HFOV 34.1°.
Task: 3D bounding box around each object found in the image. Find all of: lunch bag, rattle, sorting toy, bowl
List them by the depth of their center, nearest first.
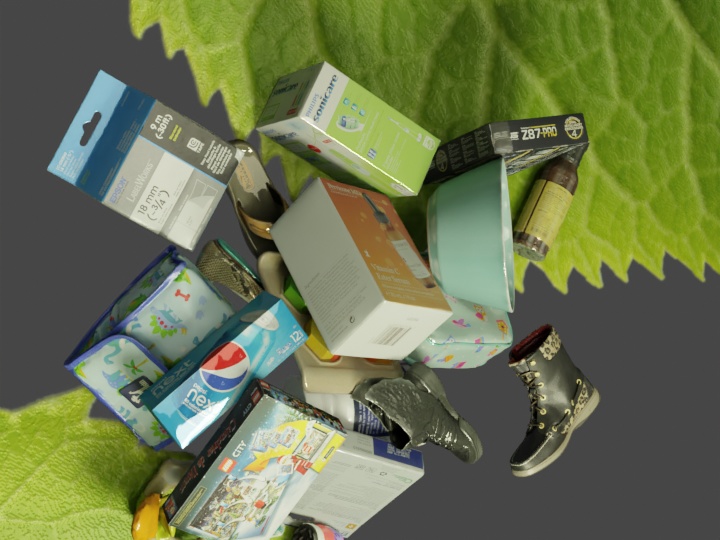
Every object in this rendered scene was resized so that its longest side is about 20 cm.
[{"bbox_3d":[-0.242,0.103,1.459,0.200,0.127,0.170,-43,112,-2],"label":"lunch bag"},{"bbox_3d":[-0.182,0.324,1.459,0.199,0.143,0.131,36,72,-6],"label":"rattle"},{"bbox_3d":[-0.033,0.066,1.527,0.183,0.036,0.202,8,50,-44],"label":"sorting toy"},{"bbox_3d":[0.145,-0.044,1.548,0.103,0.201,0.205,-4,93,11],"label":"bowl"},{"bbox_3d":[0.116,0.051,1.628,0.198,0.077,0.163,3,57,-44],"label":"lunch bag"}]

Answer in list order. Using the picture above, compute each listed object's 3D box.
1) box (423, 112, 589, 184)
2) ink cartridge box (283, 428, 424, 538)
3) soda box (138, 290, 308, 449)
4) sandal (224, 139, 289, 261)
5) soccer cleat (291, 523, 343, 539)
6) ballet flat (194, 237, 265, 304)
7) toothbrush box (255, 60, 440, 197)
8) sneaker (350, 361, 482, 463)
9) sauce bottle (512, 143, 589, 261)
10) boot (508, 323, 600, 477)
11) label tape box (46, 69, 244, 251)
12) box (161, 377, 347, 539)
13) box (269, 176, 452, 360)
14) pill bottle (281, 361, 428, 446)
[{"bbox_3d":[0.196,-0.167,1.637,0.159,0.199,0.050,-11,87,-26],"label":"box"},{"bbox_3d":[-0.049,0.276,1.546,0.194,0.200,0.044,20,46,-27],"label":"ink cartridge box"},{"bbox_3d":[-0.161,0.115,1.390,0.199,0.068,0.065,-41,112,-14],"label":"soda box"},{"bbox_3d":[-0.123,-0.081,1.550,0.081,0.054,0.203,-30,105,-24],"label":"sandal"},{"bbox_3d":[-0.073,0.444,1.582,0.073,0.068,0.204,18,85,-45],"label":"soccer cleat"},{"bbox_3d":[-0.136,0.038,1.548,0.199,0.068,0.076,35,97,-18],"label":"ballet flat"},{"bbox_3d":[-0.017,-0.180,1.555,0.198,0.145,0.087,32,76,-25],"label":"toothbrush box"},{"bbox_3d":[0.076,0.201,1.521,0.104,0.060,0.201,-45,115,-28],"label":"sneaker"},{"bbox_3d":[0.289,-0.113,1.763,0.064,0.064,0.202,33,77,-24],"label":"sauce bottle"},{"bbox_3d":[0.264,0.192,1.749,0.200,0.073,0.152,-41,110,-25],"label":"boot"},{"bbox_3d":[-0.265,-0.134,1.455,0.198,0.063,0.146,29,89,-25],"label":"label tape box"},{"bbox_3d":[-0.126,0.239,1.402,0.136,0.038,0.201,30,102,-33],"label":"box"},{"bbox_3d":[0.000,0.000,1.500,0.151,0.106,0.202,9,45,-51],"label":"box"},{"bbox_3d":[-0.002,0.185,1.584,0.197,0.115,0.118,0,91,-28],"label":"pill bottle"}]
